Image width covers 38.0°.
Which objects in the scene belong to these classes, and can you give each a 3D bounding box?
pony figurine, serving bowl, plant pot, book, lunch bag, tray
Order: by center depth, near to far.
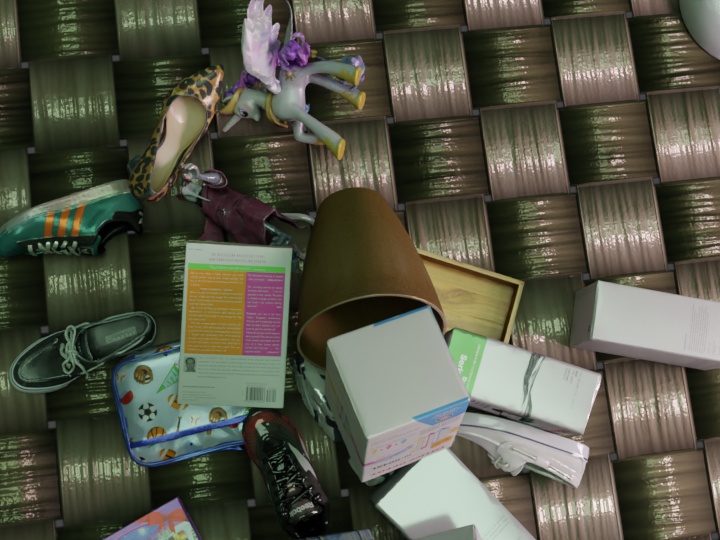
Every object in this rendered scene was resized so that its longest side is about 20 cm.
[{"bbox_3d":[-0.155,0.067,1.297,0.133,0.048,0.201,4,95,-7],"label":"book"},{"bbox_3d":[0.000,0.000,1.334,0.185,0.187,0.201,-6,56,-6],"label":"plant pot"},{"bbox_3d":[-0.213,0.167,1.356,0.199,0.076,0.161,-12,92,-5],"label":"lunch bag"},{"bbox_3d":[-0.094,-0.259,1.403,0.199,0.166,0.194,18,106,15],"label":"pony figurine"},{"bbox_3d":[0.114,0.035,1.430,0.199,0.037,0.099,17,79,-3],"label":"tray"},{"bbox_3d":[0.572,-0.404,1.526,0.199,0.066,0.201,1,81,-4],"label":"serving bowl"}]

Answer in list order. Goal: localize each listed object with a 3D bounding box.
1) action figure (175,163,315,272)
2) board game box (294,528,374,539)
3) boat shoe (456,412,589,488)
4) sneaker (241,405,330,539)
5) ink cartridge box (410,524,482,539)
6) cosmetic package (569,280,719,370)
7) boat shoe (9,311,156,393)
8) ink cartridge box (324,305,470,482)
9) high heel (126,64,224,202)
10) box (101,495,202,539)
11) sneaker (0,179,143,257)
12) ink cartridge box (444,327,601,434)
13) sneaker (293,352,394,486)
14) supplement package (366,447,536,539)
[{"bbox_3d":[-0.162,-0.082,1.391,0.200,0.134,0.149,32,37,26],"label":"action figure"},{"bbox_3d":[-0.038,0.406,1.308,0.199,0.062,0.201,-6,116,-15],"label":"board game box"},{"bbox_3d":[0.205,0.239,1.392,0.199,0.072,0.066,19,75,-10],"label":"boat shoe"},{"bbox_3d":[-0.088,0.264,1.315,0.071,0.098,0.201,-24,107,-7],"label":"sneaker"},{"bbox_3d":[0.067,0.394,1.221,0.199,0.084,0.146,-17,119,12],"label":"ink cartridge box"},{"bbox_3d":[0.395,0.077,1.413,0.199,0.108,0.085,11,80,-5],"label":"cosmetic package"},{"bbox_3d":[-0.362,0.104,1.359,0.198,0.068,0.074,-16,83,-8],"label":"boat shoe"},{"bbox_3d":[0.038,0.153,1.238,0.128,0.200,0.126,-19,65,-11],"label":"ink cartridge box"},{"bbox_3d":[-0.230,-0.177,1.362,0.071,0.143,0.200,36,96,-27],"label":"high heel"},{"bbox_3d":[-0.288,0.398,1.334,0.199,0.039,0.137,-28,85,-9],"label":"box"},{"bbox_3d":[-0.383,-0.050,1.380,0.199,0.071,0.080,-23,79,-10],"label":"sneaker"},{"bbox_3d":[0.192,0.147,1.363,0.199,0.146,0.085,18,81,-1],"label":"ink cartridge box"},{"bbox_3d":[0.009,0.169,1.382,0.129,0.080,0.199,-30,66,-24],"label":"sneaker"},{"bbox_3d":[0.120,0.326,1.343,0.117,0.117,0.200,-43,87,-9],"label":"supplement package"}]
